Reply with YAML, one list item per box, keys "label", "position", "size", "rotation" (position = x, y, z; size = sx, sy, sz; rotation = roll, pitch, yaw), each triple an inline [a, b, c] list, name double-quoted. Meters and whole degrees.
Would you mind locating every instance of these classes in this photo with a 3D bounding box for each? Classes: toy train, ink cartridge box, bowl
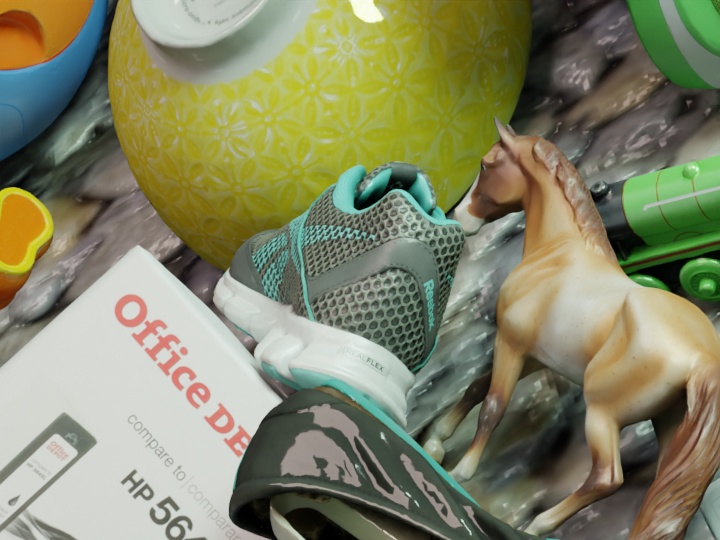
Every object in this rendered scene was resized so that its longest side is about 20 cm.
- label: "toy train"
  position: [0.165, -0.029, 1.058]
  size: [0.199, 0.056, 0.042]
  rotation: [-15, 41, 32]
- label: "ink cartridge box"
  position: [-0.101, 0.113, 1.079]
  size: [0.200, 0.084, 0.146]
  rotation: [-43, 67, -3]
- label: "bowl"
  position: [-0.037, -0.106, 1.242]
  size: [0.199, 0.108, 0.201]
  rotation: [-13, 61, 25]

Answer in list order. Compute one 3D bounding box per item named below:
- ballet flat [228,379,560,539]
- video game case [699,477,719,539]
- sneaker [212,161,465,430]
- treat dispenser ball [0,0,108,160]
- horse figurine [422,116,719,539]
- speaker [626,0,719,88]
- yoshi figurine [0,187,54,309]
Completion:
- label: "ballet flat"
  position: [0.037, 0.111, 0.966]
  size: [0.199, 0.068, 0.068]
  rotation: [30, 58, 27]
- label: "video game case"
  position: [0.219, 0.076, 0.919]
  size: [0.199, 0.023, 0.182]
  rotation: [-34, 34, 8]
- label: "sneaker"
  position: [0.000, 0.000, 1.124]
  size: [0.092, 0.077, 0.200]
  rotation: [-62, 16, 3]
- label: "treat dispenser ball"
  position: [-0.223, -0.144, 1.431]
  size: [0.200, 0.201, 0.202]
  rotation: [-25, 37, 21]
- label: "horse figurine"
  position: [0.080, 0.040, 1.041]
  size: [0.133, 0.050, 0.200]
  rotation: [-61, 34, 6]
- label: "speaker"
  position: [0.202, -0.130, 1.111]
  size: [0.199, 0.089, 0.089]
  rotation: [-16, 41, 31]
- label: "yoshi figurine"
  position: [-0.219, 0.021, 1.316]
  size: [0.113, 0.112, 0.200]
  rotation: [54, 129, 17]
